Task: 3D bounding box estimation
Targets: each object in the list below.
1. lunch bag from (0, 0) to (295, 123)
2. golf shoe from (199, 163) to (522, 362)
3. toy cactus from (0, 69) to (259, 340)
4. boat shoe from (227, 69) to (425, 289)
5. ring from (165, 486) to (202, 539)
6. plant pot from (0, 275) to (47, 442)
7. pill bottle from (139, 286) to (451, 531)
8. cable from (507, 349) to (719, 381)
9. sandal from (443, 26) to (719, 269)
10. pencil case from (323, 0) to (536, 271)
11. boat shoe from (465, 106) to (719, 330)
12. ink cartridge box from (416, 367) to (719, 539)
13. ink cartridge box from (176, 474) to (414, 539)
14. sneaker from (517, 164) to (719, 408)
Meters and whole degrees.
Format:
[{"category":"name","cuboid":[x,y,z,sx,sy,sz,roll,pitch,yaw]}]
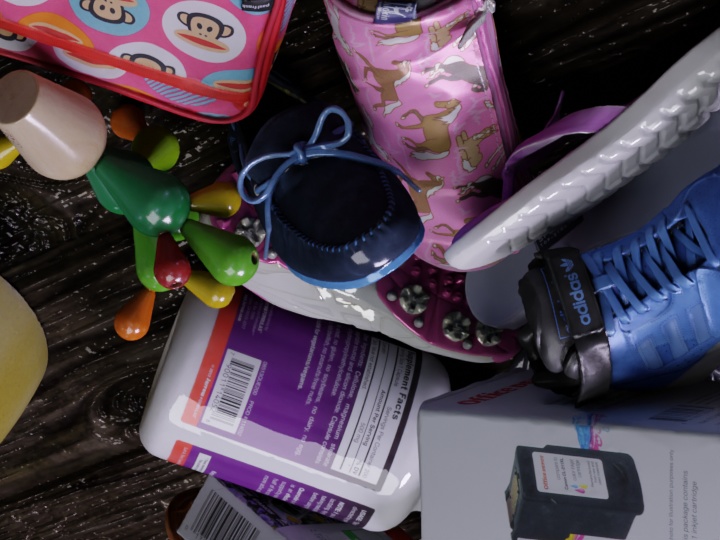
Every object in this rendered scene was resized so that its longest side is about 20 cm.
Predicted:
[{"category":"lunch bag","cuboid":[-0.130,-0.155,1.223,0.199,0.082,0.176,18,146,0]},{"category":"golf shoe","cuboid":[0.000,0.000,1.384,0.200,0.075,0.092,26,156,-10]},{"category":"toy cactus","cuboid":[-0.144,-0.051,1.275,0.102,0.200,0.165,-46,144,3]},{"category":"boat shoe","cuboid":[-0.034,-0.050,1.240,0.069,0.084,0.200,61,167,-29]},{"category":"ring","cuboid":[-0.033,0.194,1.550,0.200,0.200,0.019,26,106,-13]},{"category":"plant pot","cuboid":[-0.313,0.084,1.526,0.199,0.142,0.200,10,141,8]},{"category":"pill bottle","cuboid":[-0.024,0.086,1.452,0.199,0.113,0.113,20,142,-6]},{"category":"cable","cuboid":[0.164,0.085,1.436,0.163,0.051,0.200,12,141,5]},{"category":"sandal","cuboid":[0.121,-0.071,1.221,0.202,0.050,0.082,-36,165,13]},{"category":"pencil case","cuboid":[0.039,-0.089,1.241,0.083,0.087,0.200,-23,138,-5]},{"category":"boat shoe","cuboid":[0.142,-0.029,1.299,0.065,0.074,0.200,11,148,-41]},{"category":"ink cartridge box","cuboid":[0.149,0.106,1.283,0.199,0.146,0.083,3,98,30]},{"category":"ink cartridge box","cuboid":[-0.012,0.173,1.523,0.109,0.200,0.050,38,108,28]},{"category":"sneaker","cuboid":[0.140,0.008,1.206,0.111,0.077,0.200,-8,159,-17]}]
